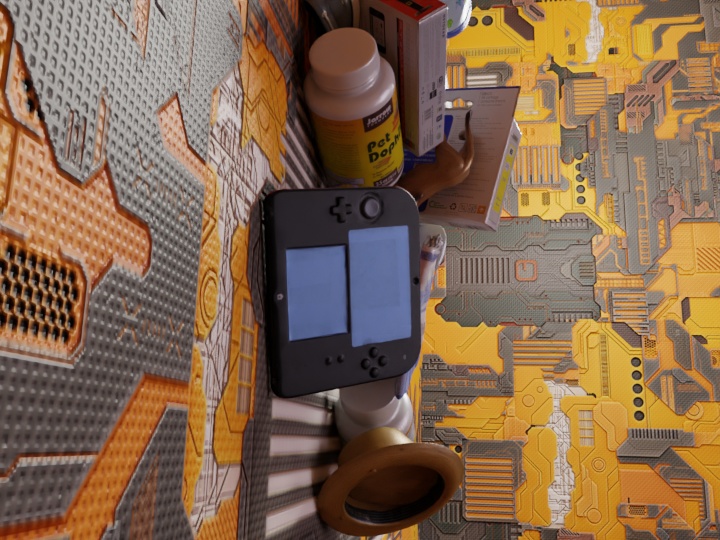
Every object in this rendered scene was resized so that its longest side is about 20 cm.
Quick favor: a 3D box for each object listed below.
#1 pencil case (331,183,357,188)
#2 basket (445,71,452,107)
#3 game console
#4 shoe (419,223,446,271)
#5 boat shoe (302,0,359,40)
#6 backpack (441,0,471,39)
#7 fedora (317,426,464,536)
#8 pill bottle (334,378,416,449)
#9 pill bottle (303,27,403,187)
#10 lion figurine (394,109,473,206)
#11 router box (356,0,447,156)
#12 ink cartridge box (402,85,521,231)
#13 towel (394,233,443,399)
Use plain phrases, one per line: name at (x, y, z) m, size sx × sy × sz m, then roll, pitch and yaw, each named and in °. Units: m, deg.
pencil case at (-0.025, -0.031, 0.841) m, size 0.200 × 0.086 × 0.078 m, roll -77°, pitch 146°, yaw -61°
basket at (0.092, -0.310, 1.263) m, size 0.201 × 0.135 × 0.181 m, roll 76°, pitch 21°, yaw -44°
game console at (-0.013, 0.017, 0.733) m, size 0.176 × 0.031 × 0.201 m, roll -6°, pitch 98°, yaw -36°
shoe at (0.049, 0.009, 1.107) m, size 0.201 × 0.071 × 0.091 m, roll -56°, pitch -162°, yaw -4°
boat shoe at (-0.039, -0.272, 0.915) m, size 0.062 × 0.073 × 0.200 m, roll -36°, pitch 151°, yaw -23°
backpack at (0.060, -0.393, 1.046) m, size 0.147 × 0.199 × 0.184 m, roll 78°, pitch 14°, yaw -52°
fedora at (0.034, 0.263, 0.949) m, size 0.082 × 0.199 × 0.201 m, roll -114°, pitch -168°, yaw -48°
pill bottle at (0.022, 0.226, 1.048) m, size 0.201 × 0.110 × 0.111 m, roll 81°, pitch 12°, yaw -45°
pill bottle at (-0.007, -0.188, 0.886) m, size 0.200 × 0.109 × 0.110 m, roll 76°, pitch 16°, yaw -56°
lion figurine at (0.089, -0.120, 0.987) m, size 0.072 × 0.200 × 0.123 m, roll 29°, pitch 33°, yaw -34°
router box at (0.029, -0.271, 0.928) m, size 0.049 × 0.179 × 0.201 m, roll -35°, pitch 147°, yaw -22°
ink cartridge box at (0.128, -0.163, 1.053) m, size 0.047 × 0.197 × 0.201 m, roll 30°, pitch 74°, yaw -48°
towel at (0.078, 0.055, 0.963) m, size 0.147 × 0.024 × 0.201 m, roll -41°, pitch 142°, yaw -78°
